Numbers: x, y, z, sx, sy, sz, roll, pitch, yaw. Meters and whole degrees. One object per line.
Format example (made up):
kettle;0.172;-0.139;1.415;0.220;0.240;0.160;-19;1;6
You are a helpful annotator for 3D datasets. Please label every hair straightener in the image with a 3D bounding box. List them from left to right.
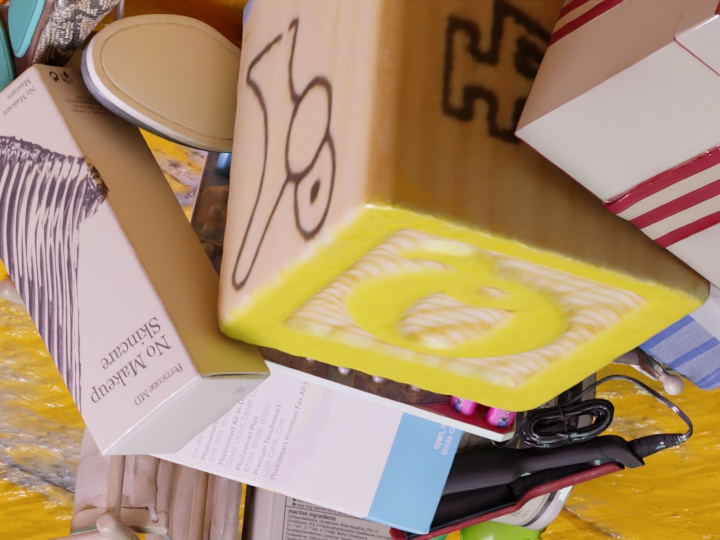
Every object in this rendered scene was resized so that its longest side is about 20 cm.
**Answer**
hair straightener;0.107;0.111;1.797;0.199;0.041;0.077;-13;121;2

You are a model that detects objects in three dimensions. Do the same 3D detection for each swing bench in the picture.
swing bench;-0.145;0.120;1.933;0.129;0.200;0.200;-12;151;32

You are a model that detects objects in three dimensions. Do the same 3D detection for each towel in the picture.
towel;0.259;0.007;1.748;0.200;0.024;0.147;-27;148;21

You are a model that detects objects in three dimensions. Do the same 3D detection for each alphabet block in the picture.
alphabet block;0.054;-0.065;1.489;0.196;0.201;0.195;14;154;-21

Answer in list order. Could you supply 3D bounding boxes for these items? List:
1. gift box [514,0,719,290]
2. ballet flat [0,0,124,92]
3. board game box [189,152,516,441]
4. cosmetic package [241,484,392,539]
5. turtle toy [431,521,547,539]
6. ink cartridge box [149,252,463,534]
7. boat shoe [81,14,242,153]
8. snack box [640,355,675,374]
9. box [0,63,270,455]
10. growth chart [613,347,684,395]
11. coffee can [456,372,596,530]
gift box;0.204;-0.124;1.365;0.184;0.201;0.187;31;149;-22
ballet flat;-0.170;-0.123;1.576;0.075;0.068;0.200;-1;158;-28
board game box;0.000;0.000;1.636;0.199;0.200;0.026;18;124;-6
cosmetic package;-0.022;0.144;1.964;0.103;0.201;0.087;12;156;-13
turtle toy;0.040;0.164;2.115;0.199;0.101;0.146;6;156;-3
ink cartridge box;-0.043;0.054;1.707;0.199;0.126;0.129;18;-169;-13
boat shoe;-0.082;-0.090;1.590;0.200;0.073;0.062;8;160;-44
snack box;0.212;0.008;1.816;0.116;0.037;0.200;-5;154;16
box;-0.135;-0.006;1.530;0.082;0.200;0.068;-40;158;24
growth chart;0.105;0.024;1.759;0.145;0.018;0.200;38;-167;28
coffee can;0.033;0.080;1.878;0.199;0.147;0.146;12;155;-16
